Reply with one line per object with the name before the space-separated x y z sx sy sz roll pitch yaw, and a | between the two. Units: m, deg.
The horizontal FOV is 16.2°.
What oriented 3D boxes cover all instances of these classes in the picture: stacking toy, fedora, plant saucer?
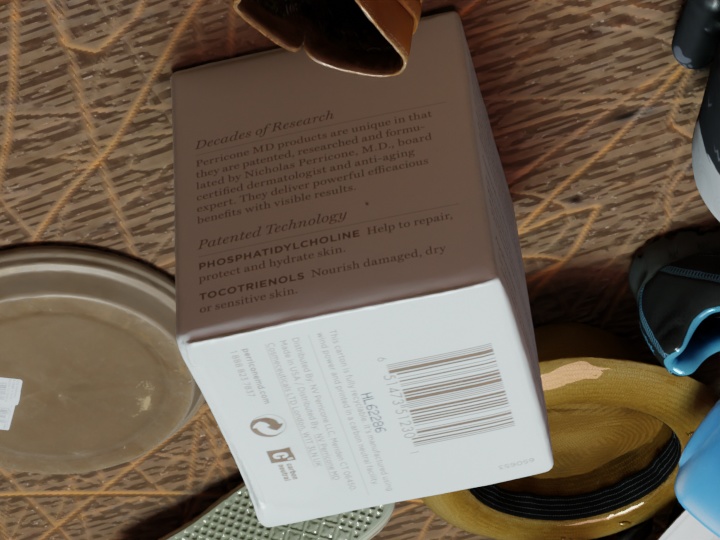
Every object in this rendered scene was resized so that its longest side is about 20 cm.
stacking toy | 0.272 0.139 1.528 0.116 0.110 0.200 -51 154 -4
fedora | 0.124 0.090 1.550 0.201 0.082 0.201 -6 139 -5
plant saucer | -0.185 0.062 1.531 0.200 0.029 0.200 -2 138 -2

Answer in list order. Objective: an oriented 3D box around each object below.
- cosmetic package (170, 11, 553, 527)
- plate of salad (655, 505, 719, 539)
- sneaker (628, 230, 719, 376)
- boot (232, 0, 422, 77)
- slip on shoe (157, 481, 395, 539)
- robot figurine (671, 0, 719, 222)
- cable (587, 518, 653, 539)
cosmetic package | 0.000 0.000 1.353 0.166 0.200 0.167 -12 137 7
plate of salad | 0.223 0.179 1.640 0.200 0.048 0.200 -33 149 -23
sneaker | 0.259 0.006 1.471 0.200 0.082 0.073 -21 133 15
boot | 0.022 -0.157 1.218 0.200 0.155 0.077 19 132 -24
slip on shoe | -0.065 0.176 1.647 0.200 0.074 0.061 -28 167 16
robot figurine | 0.242 -0.084 1.326 0.150 0.125 0.200 2 154 0
cable | 0.144 0.199 1.604 0.097 0.200 0.050 -14 113 10
